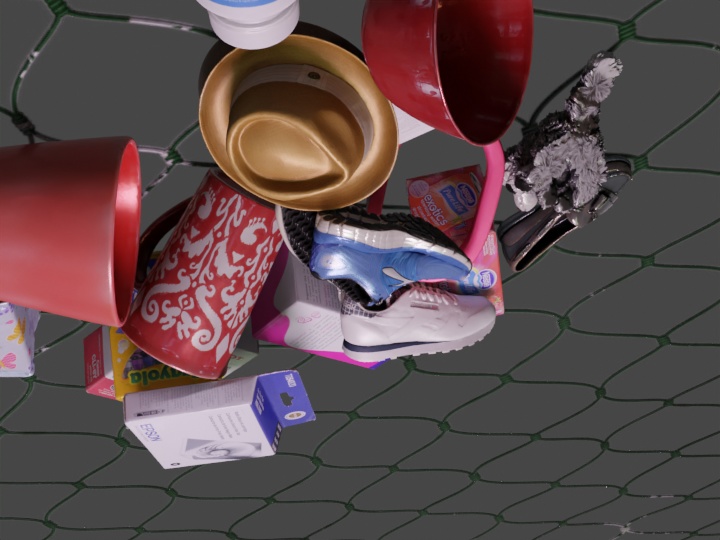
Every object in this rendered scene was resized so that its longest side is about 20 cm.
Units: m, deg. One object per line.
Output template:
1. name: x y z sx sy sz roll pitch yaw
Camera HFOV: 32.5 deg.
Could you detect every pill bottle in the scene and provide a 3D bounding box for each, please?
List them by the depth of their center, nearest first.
1. pill bottle: -0.097 -0.280 1.020 0.111 0.113 0.201 -7 148 -3

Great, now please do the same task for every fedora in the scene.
1. fedora: -0.063 -0.123 1.169 0.198 0.082 0.203 5 125 7

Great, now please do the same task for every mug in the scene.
1. mug: -0.182 -0.011 1.371 0.202 0.176 0.133 -61 170 10

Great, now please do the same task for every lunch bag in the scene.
1. lunch bag: -0.488 0.048 1.442 0.197 0.128 0.170 1 146 -3

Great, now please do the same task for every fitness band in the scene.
1. fitness band: 0.081 -0.086 1.360 0.142 0.037 0.202 13 108 -5

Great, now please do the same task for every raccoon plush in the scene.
1. raccoon plush: 0.223 -0.153 1.372 0.096 0.134 0.201 26 104 -23

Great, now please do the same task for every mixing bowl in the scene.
1. mixing bowl: 0.069 -0.217 1.122 0.107 0.202 0.200 6 158 30

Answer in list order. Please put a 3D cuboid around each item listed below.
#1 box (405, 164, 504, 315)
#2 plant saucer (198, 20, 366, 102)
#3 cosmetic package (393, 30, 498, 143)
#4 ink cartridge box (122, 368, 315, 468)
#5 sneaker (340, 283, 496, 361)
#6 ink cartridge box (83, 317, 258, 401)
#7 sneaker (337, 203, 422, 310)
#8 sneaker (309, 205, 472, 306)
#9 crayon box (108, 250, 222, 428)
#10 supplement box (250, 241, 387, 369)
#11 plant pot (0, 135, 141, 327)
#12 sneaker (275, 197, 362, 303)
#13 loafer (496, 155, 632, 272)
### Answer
1. box: 0.117 -0.026 1.499 0.094 0.101 0.201 -11 148 4
2. plant saucer: -0.069 -0.158 1.236 0.197 0.035 0.202 6 137 6
3. cosmetic package: 0.060 -0.187 1.270 0.198 0.051 0.083 -22 143 20
4. ink cartridge box: -0.157 0.177 1.443 0.197 0.041 0.200 -10 155 2
5. sneaker: 0.071 0.050 1.449 0.198 0.076 0.082 -10 110 -22
6. ink cartridge box: -0.249 0.099 1.622 0.144 0.084 0.199 21 138 -40
7. sneaker: 0.000 0.000 1.465 0.092 0.075 0.201 -46 122 -15
8. sneaker: 0.028 -0.011 1.303 0.198 0.079 0.090 10 113 -31
9. crayon box: -0.235 0.079 1.476 0.124 0.203 0.052 -8 171 -2
10. supplement box: -0.035 0.043 1.570 0.198 0.104 0.101 17 141 -38
11. plant pot: -0.328 -0.047 1.284 0.175 0.203 0.201 4 148 -2
12. sneaker: -0.050 -0.040 1.342 0.071 0.093 0.200 -50 139 -4
13. loafer: 0.254 -0.064 1.507 0.071 0.064 0.199 20 138 -39
